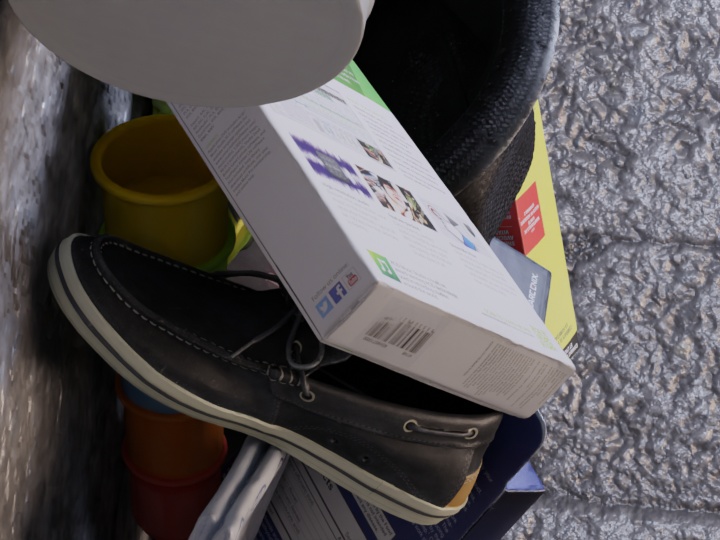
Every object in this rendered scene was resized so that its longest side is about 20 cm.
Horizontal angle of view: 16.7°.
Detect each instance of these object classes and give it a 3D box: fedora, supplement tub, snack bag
[{"bbox_3d":[0.026,-0.068,1.140,0.092,0.199,0.202,51,36,-39],"label":"fedora"},{"bbox_3d":[-0.045,-0.172,0.843,0.145,0.143,0.201,81,15,-60],"label":"supplement tub"},{"bbox_3d":[-0.072,0.146,1.013,0.201,0.021,0.189,-64,179,21],"label":"snack bag"}]

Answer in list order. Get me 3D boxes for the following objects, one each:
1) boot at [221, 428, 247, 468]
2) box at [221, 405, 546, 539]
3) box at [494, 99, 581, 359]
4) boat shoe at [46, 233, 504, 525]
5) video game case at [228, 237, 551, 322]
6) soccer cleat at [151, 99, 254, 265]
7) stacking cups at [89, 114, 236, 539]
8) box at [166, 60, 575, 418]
[{"bbox_3d":[-0.070,0.180,1.210,0.144,0.072,0.201,114,-22,-60],"label":"boot"},{"bbox_3d":[0.006,0.090,1.062,0.200,0.032,0.122,-52,-126,31],"label":"box"},{"bbox_3d":[0.059,-0.039,1.265,0.050,0.075,0.201,-45,131,-53],"label":"box"},{"bbox_3d":[-0.030,0.031,0.956,0.062,0.199,0.075,-52,-159,24],"label":"boat shoe"},{"bbox_3d":[0.000,0.000,1.165,0.019,0.199,0.143,-48,-162,36],"label":"video game case"},{"bbox_3d":[-0.071,-0.095,1.076,0.084,0.064,0.202,32,62,-52],"label":"soccer cleat"},{"bbox_3d":[-0.079,0.034,1.035,0.061,0.060,0.201,-75,169,-53],"label":"stacking cups"},{"bbox_3d":[-0.010,-0.036,0.969,0.144,0.036,0.200,24,27,-52],"label":"box"}]
